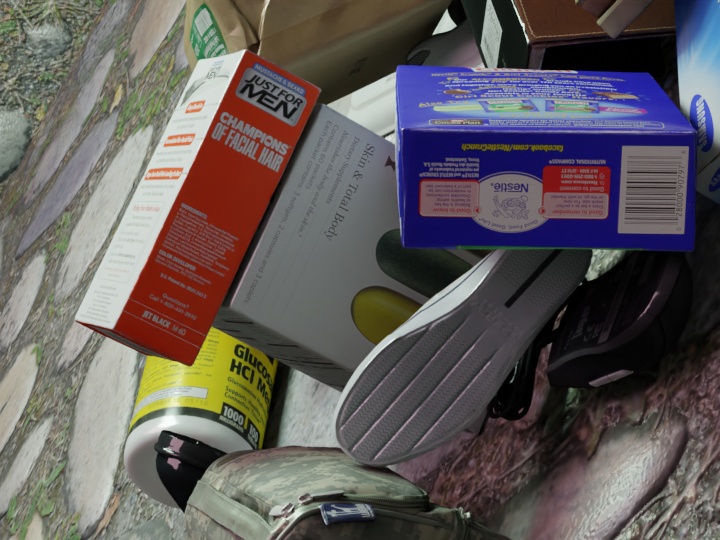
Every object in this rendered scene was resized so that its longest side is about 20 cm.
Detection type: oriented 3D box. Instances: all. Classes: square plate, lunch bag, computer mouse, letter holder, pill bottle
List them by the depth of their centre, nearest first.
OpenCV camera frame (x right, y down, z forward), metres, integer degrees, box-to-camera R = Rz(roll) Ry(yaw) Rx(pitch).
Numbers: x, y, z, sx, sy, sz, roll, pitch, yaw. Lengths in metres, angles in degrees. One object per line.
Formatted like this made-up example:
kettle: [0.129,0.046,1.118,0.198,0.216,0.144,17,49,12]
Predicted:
computer mouse: [0.158,0.017,1.236,0.200,0.046,0.141,-38,24,56]
lunch bag: [-0.012,0.184,1.241,0.140,0.167,0.200,-64,20,-5]
letter holder: [0.154,-0.197,1.410,0.101,0.142,0.200,95,164,-49]
pill bottle: [-0.130,0.095,1.725,0.112,0.112,0.200,-43,27,41]
square plate: [0.054,-0.216,1.805,0.200,0.028,0.199,-21,44,62]

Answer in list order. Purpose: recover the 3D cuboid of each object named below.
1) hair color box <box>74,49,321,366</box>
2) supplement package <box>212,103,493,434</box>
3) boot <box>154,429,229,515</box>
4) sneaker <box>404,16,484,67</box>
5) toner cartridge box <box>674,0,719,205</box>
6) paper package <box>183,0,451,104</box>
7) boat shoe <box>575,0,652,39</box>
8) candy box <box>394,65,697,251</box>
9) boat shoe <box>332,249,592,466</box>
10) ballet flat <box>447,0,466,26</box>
hair color box: [-0.108,-0.041,1.335,0.200,0.064,0.111,-66,20,-7]
supplement package: [0.000,0.000,1.401,0.152,0.200,0.151,-65,21,-9]
boot: [-0.094,0.217,1.375,0.076,0.200,0.168,17,76,45]
sneaker: [0.057,-0.117,1.552,0.200,0.078,0.140,-46,45,15]
toner cartridge box: [0.238,-0.136,1.228,0.095,0.043,0.200,-47,25,38]
paper package: [-0.038,-0.195,1.568,0.190,0.104,0.200,-27,-5,-11]
boat shoe: [0.199,-0.233,1.320,0.200,0.068,0.072,-46,0,-39]
candy box: [0.105,-0.070,1.213,0.200,0.169,0.077,-87,-2,-73]
boat shoe: [0.066,0.047,1.250,0.200,0.074,0.067,-40,-1,-3]
ballet flat: [0.121,-0.202,1.573,0.200,0.068,0.069,-20,54,62]
